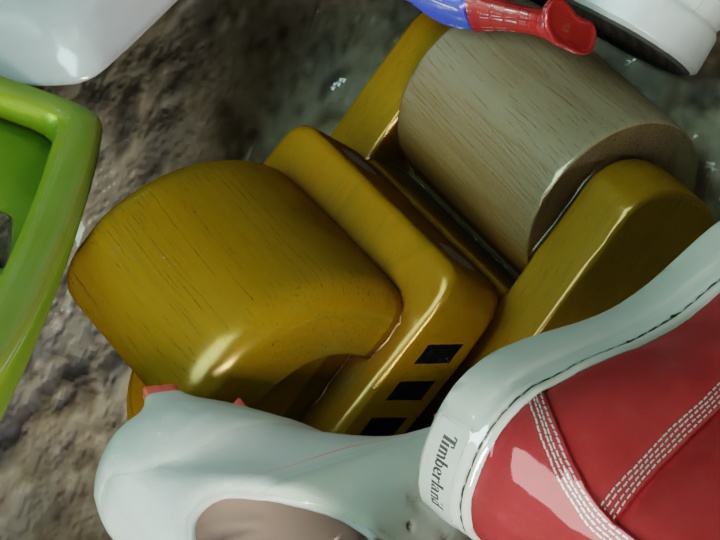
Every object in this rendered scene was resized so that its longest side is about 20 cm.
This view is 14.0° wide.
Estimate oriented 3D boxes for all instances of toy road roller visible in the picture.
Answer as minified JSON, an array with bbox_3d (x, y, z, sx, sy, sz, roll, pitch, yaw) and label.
[{"bbox_3d":[0.000,0.000,0.950,0.200,0.146,0.123,-53,51,10],"label":"toy road roller"}]

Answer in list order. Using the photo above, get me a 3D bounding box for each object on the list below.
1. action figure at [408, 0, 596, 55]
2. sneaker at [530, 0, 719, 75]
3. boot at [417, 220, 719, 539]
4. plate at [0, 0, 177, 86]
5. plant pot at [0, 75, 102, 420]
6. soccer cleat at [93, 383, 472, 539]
[{"bbox_3d":[-0.010,-0.118,0.975,0.200,0.052,0.066,13,80,33],"label":"action figure"},{"bbox_3d":[0.058,-0.143,1.015,0.200,0.073,0.085,32,91,29],"label":"sneaker"},{"bbox_3d":[0.133,0.053,0.824,0.144,0.200,0.072,31,130,31],"label":"boot"},{"bbox_3d":[-0.123,-0.135,1.100,0.199,0.032,0.200,3,39,38],"label":"plate"},{"bbox_3d":[-0.211,0.035,0.947,0.200,0.199,0.182,-78,6,-63],"label":"plant pot"},{"bbox_3d":[0.017,0.076,0.886,0.078,0.200,0.069,-120,40,-50],"label":"soccer cleat"}]
